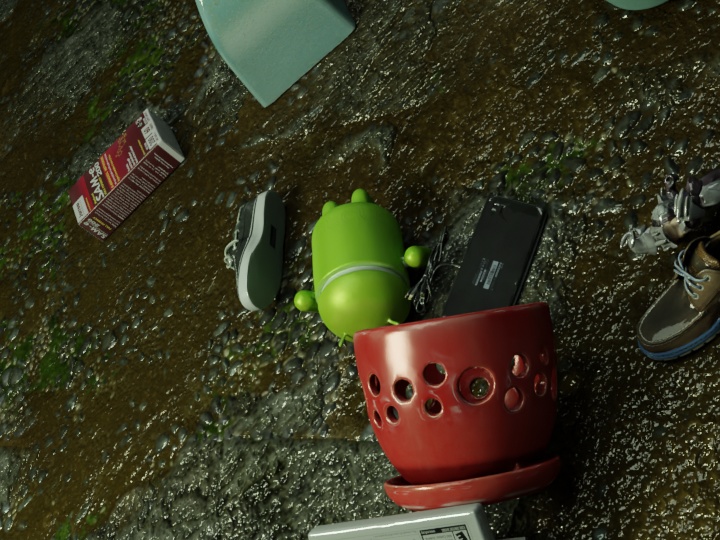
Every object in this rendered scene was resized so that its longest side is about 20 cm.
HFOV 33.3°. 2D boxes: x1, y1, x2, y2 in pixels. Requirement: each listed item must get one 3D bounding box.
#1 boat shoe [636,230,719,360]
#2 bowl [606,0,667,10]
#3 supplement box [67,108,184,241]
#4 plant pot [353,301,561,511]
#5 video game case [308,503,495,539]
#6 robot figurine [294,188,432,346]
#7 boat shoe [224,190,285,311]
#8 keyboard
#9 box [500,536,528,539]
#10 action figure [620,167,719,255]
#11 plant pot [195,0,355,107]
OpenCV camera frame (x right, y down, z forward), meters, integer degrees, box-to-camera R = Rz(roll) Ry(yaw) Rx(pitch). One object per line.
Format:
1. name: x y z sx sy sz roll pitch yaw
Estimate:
1. boat shoe: 0.341 0.003 1.174 0.200 0.072 0.072 -44 41 9
2. bowl: 0.340 -0.394 1.442 0.199 0.105 0.203 -23 48 29
3. supplement box: -0.388 -0.158 1.983 0.200 0.061 0.109 -44 41 10
4. plant pot: 0.103 0.133 1.182 0.199 0.199 0.185 -14 84 36
5. video game case: 0.060 0.319 1.149 0.198 0.184 0.022 -16 8 34
6. robot figurine: 0.000 0.000 1.461 0.174 0.116 0.202 -21 48 15
7. boat shoe: -0.152 -0.024 1.652 0.067 0.074 0.201 -19 49 26
8. keyboard: 0.129 0.002 1.390 0.126 0.021 0.202 17 70 21
9. box: 0.159 0.334 1.003 0.049 0.200 0.159 -14 52 29
10. action figure: 0.347 -0.078 1.217 0.199 0.070 0.130 -34 11 6
11. plant pot: -0.160 -0.419 1.856 0.195 0.200 0.197 -39 41 15
